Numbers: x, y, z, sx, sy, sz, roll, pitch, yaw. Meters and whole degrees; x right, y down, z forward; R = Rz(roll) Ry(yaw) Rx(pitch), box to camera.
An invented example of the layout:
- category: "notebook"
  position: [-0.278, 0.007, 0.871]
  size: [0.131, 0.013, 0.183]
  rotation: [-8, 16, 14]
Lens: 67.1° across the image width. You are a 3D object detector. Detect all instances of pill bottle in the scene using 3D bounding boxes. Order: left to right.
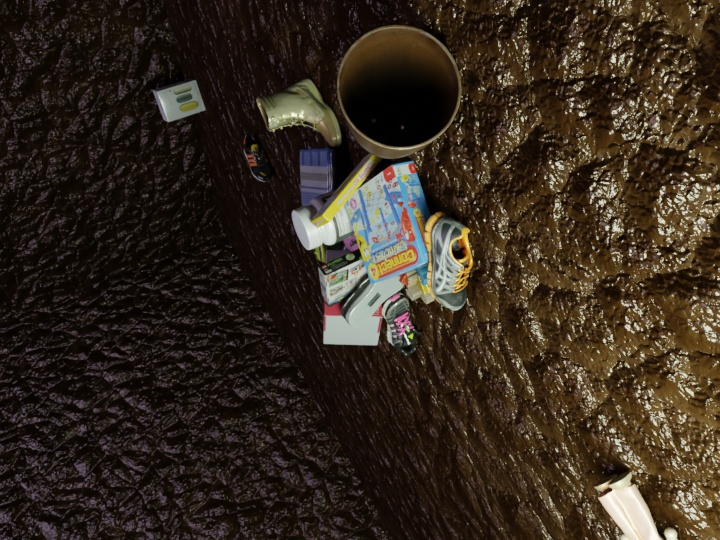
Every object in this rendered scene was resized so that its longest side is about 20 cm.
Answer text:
- category: "pill bottle"
  position: [-0.050, -0.128, 1.253]
  size: [0.114, 0.198, 0.115]
  rotation: [53, 157, 33]

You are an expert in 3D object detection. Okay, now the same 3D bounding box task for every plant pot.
- category: "plant pot"
  position: [0.053, -0.261, 0.896]
  size: [0.200, 0.185, 0.189]
  rotation: [115, 130, -84]

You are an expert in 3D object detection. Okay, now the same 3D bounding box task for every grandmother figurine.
- category: "grandmother figurine"
  position: [0.431, 0.410, 0.811]
  size: [0.202, 0.060, 0.122]
  rotation: [62, 170, 19]

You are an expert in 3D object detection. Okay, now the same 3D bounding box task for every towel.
- category: "towel"
  position: [-0.106, -0.203, 1.363]
  size: [0.146, 0.024, 0.203]
  rotation: [14, 110, 52]

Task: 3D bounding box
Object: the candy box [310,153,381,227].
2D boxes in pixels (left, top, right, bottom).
- category: "candy box"
  position: [-0.026, -0.176, 1.149]
  size: [0.026, 0.201, 0.102]
  rotation: [41, 165, -11]

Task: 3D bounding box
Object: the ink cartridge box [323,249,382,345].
- category: "ink cartridge box"
  position: [-0.022, 0.068, 1.385]
  size: [0.146, 0.142, 0.202]
  rotation: [95, 175, -55]

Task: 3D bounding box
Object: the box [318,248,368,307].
- category: "box"
  position: [0.000, 0.000, 1.268]
  size: [0.035, 0.198, 0.111]
  rotation: [50, 155, 37]

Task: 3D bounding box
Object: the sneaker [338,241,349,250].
- category: "sneaker"
  position: [-0.034, -0.011, 1.566]
  size: [0.116, 0.074, 0.202]
  rotation: [-131, 35, -52]

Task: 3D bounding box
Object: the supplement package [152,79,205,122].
- category: "supplement package"
  position: [-0.907, -0.853, 2.716]
  size: [0.150, 0.198, 0.153]
  rotation: [34, 144, 56]

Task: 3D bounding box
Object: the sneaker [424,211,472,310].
- category: "sneaker"
  position: [0.170, -0.007, 1.001]
  size: [0.077, 0.078, 0.202]
  rotation: [22, 138, 46]

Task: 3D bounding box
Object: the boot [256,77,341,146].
- category: "boot"
  position: [-0.147, -0.361, 1.308]
  size: [0.201, 0.154, 0.073]
  rotation: [59, 159, 13]

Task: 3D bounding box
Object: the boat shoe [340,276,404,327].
- category: "boat shoe"
  position: [0.032, 0.039, 1.246]
  size: [0.071, 0.200, 0.064]
  rotation: [49, 175, -35]

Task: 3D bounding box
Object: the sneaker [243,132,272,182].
- category: "sneaker"
  position: [-0.388, -0.422, 2.019]
  size: [0.201, 0.069, 0.090]
  rotation: [60, 164, 23]

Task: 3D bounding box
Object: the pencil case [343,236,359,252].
- category: "pencil case"
  position: [-0.008, -0.096, 1.361]
  size: [0.200, 0.086, 0.083]
  rotation: [50, 179, 38]

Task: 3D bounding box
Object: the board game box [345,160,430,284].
- category: "board game box"
  position: [0.062, -0.091, 1.112]
  size: [0.199, 0.055, 0.198]
  rotation: [-25, 82, 57]

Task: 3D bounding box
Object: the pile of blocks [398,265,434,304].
- category: "pile of blocks"
  position: [0.105, -0.016, 1.180]
  size: [0.202, 0.062, 0.082]
  rotation: [67, 161, -4]

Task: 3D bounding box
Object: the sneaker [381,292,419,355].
- category: "sneaker"
  position: [0.107, 0.139, 1.348]
  size: [0.087, 0.073, 0.201]
  rotation: [46, 155, 39]

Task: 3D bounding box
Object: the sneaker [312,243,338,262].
- category: "sneaker"
  position: [-0.089, -0.124, 1.467]
  size: [0.074, 0.083, 0.202]
  rotation: [28, 126, 38]
